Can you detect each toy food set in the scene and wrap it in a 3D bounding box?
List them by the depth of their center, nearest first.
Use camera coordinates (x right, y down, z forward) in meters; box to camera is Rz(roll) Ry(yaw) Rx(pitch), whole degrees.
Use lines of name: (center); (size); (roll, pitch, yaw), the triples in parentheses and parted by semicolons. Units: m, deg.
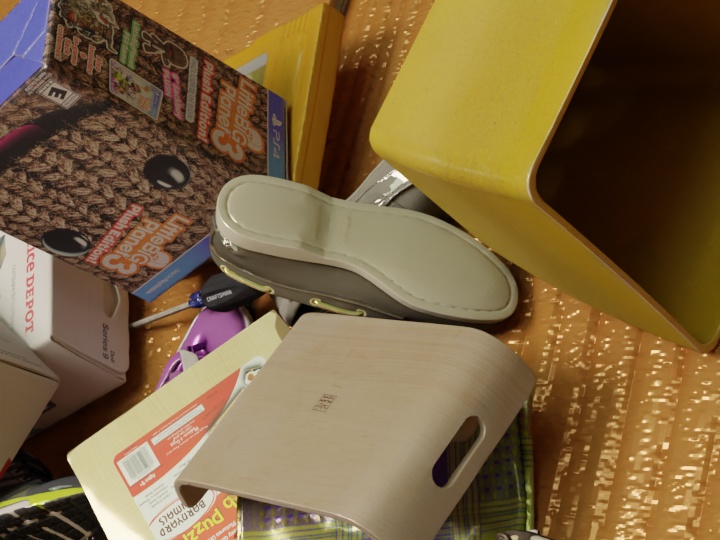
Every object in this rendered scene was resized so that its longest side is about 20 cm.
toy food set: (-0.008, 0.100, 0.929); (0.200, 0.060, 0.144); (3, 46, 47)

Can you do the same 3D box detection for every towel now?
towel: (0.010, 0.148, 0.955); (0.200, 0.023, 0.144); (-9, 64, 23)

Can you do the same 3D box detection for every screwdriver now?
screwdriver: (-0.133, 0.025, 1.138); (0.200, 0.029, 0.028); (-14, 41, 46)

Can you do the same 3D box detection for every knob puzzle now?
knob puzzle: (-0.075, 0.152, 1.024); (0.220, 0.030, 0.220); (-6, 65, 14)

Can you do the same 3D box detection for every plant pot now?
plant pot: (0.128, -0.093, 0.925); (0.176, 0.200, 0.200); (11, 71, 48)

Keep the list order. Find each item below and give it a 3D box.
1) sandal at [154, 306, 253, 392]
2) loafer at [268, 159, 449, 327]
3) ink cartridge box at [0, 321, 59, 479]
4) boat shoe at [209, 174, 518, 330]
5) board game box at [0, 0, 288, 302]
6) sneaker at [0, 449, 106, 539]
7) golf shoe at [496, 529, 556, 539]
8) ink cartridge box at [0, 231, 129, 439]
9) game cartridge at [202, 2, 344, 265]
sandal: (-0.127, 0.106, 1.094); (0.082, 0.050, 0.203); (0, 63, 38)
loafer: (0.019, -0.028, 1.057); (0.200, 0.070, 0.070); (-35, 52, 26)
ink cartridge box: (-0.328, 0.082, 1.117); (0.200, 0.083, 0.146); (35, 95, 41)
boat shoe: (0.001, -0.002, 0.998); (0.060, 0.202, 0.072); (114, 172, -51)
board game box: (-0.176, -0.088, 1.076); (0.159, 0.200, 0.097); (-35, 42, 35)
sneaker: (-0.248, 0.165, 1.129); (0.200, 0.074, 0.081); (-15, 49, 38)
golf shoe: (0.069, 0.188, 0.826); (0.094, 0.200, 0.078); (-117, 31, -56)
ink cartridge box: (-0.280, 0.054, 1.214); (0.200, 0.088, 0.145); (-28, 49, 25)
game cartridge: (-0.097, -0.094, 1.179); (0.200, 0.032, 0.176); (-23, 50, 45)
